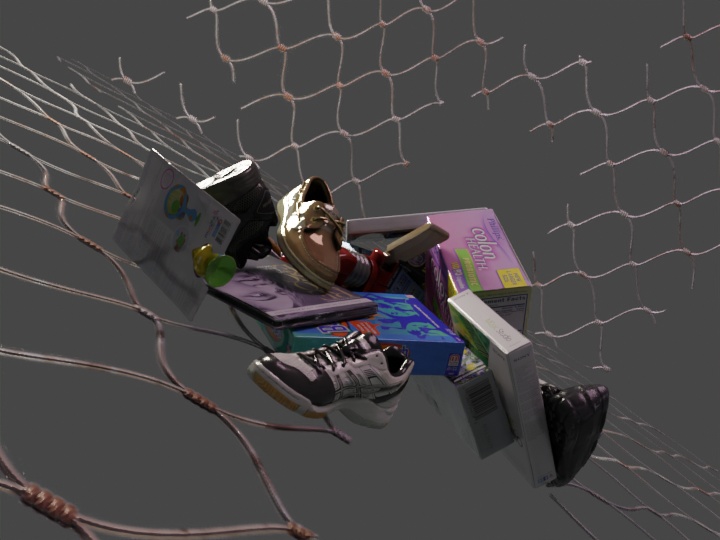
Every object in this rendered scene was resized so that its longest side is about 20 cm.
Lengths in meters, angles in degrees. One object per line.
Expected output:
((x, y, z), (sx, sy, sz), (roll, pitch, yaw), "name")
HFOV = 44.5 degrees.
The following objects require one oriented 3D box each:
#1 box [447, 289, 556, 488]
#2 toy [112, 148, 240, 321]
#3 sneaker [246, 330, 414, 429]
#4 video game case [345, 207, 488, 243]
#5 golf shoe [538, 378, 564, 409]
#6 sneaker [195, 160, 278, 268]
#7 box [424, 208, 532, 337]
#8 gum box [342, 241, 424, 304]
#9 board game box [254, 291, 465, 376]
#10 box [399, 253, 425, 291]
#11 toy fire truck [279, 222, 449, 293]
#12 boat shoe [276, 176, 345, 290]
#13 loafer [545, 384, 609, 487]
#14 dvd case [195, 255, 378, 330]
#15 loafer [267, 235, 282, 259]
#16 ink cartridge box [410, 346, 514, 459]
((0.166, 0.138, 1.035), (0.144, 0.036, 0.201), (-134, -155, -59), "box")
((-0.189, -0.039, 0.938), (0.047, 0.116, 0.200), (17, 14, -43), "toy")
((-0.024, 0.091, 0.841), (0.076, 0.088, 0.200), (38, 11, 36), "sneaker")
((0.078, -0.065, 1.299), (0.199, 0.024, 0.182), (-5, -3, -1), "video game case")
((0.299, 0.214, 1.424), (0.200, 0.078, 0.094), (36, 8, 33), "golf shoe")
((-0.179, -0.045, 1.031), (0.115, 0.199, 0.076), (62, 29, -19), "sneaker")
((0.150, 0.051, 1.185), (0.096, 0.201, 0.176), (-6, 38, -7), "box")
((0.033, 0.026, 1.441), (0.170, 0.045, 0.200), (21, -15, 44), "gum box")
((-0.005, 0.068, 0.993), (0.199, 0.045, 0.152), (3, 18, -23), "board game box")
((0.115, 0.021, 1.421), (0.160, 0.044, 0.200), (34, -11, -4), "box")
((0.000, 0.000, 1.133), (0.129, 0.201, 0.176), (35, 8, 40), "toy fire truck")
((-0.054, -0.052, 1.036), (0.074, 0.066, 0.200), (33, 20, -30), "boat shoe")
((0.250, 0.195, 1.029), (0.201, 0.070, 0.068), (85, -20, -54), "loafer")
((-0.100, 0.019, 0.991), (0.148, 0.016, 0.200), (-6, 21, -45), "dvd case")
((-0.108, -0.006, 1.256), (0.199, 0.072, 0.073), (31, 5, -4), "loafer")
((0.107, 0.130, 1.072), (0.200, 0.050, 0.109), (45, -22, 62), "ink cartridge box")
